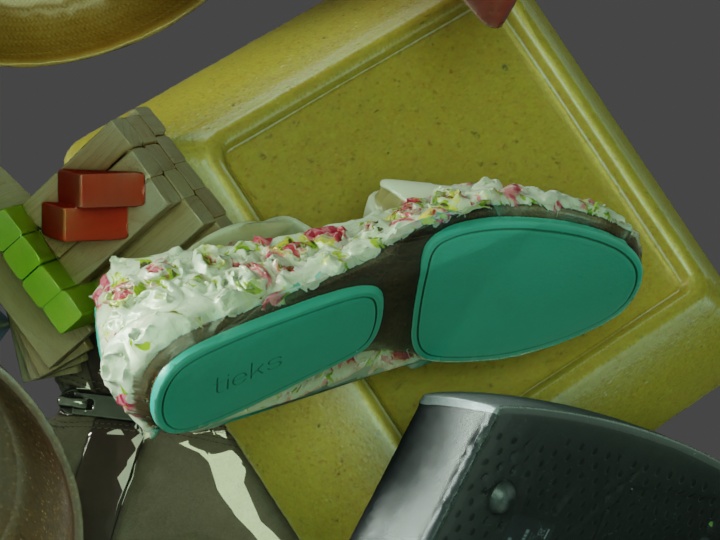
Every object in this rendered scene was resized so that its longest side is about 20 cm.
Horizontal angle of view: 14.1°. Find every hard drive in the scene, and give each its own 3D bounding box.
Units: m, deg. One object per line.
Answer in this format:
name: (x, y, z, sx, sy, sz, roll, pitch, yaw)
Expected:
hard drive: (0.057, 0.108, 1.000, 0.042, 0.200, 0.136, 31, 96, 34)

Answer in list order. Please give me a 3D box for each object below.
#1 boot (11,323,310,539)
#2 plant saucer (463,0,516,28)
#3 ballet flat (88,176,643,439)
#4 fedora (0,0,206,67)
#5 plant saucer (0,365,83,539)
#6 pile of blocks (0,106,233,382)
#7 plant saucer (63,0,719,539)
boot: (-0.054, 0.105, 1.047, 0.145, 0.070, 0.202, 6, 80, -4)
plant saucer: (0.023, -0.218, 1.002, 0.200, 0.037, 0.200, 48, 39, -25)
ballet flat: (0.000, 0.000, 0.965, 0.199, 0.076, 0.064, -12, 43, -27)
fedora: (-0.114, -0.173, 1.049, 0.199, 0.082, 0.202, 1, 86, -8)
plant saucer: (-0.192, 0.072, 1.001, 0.199, 0.037, 0.201, 1, 127, 2)
pile of blocks: (-0.142, 0.005, 0.999, 0.199, 0.062, 0.083, -14, 92, 22)
plant saucer: (0.028, -0.012, 1.039, 0.199, 0.048, 0.201, -32, 84, -25)
